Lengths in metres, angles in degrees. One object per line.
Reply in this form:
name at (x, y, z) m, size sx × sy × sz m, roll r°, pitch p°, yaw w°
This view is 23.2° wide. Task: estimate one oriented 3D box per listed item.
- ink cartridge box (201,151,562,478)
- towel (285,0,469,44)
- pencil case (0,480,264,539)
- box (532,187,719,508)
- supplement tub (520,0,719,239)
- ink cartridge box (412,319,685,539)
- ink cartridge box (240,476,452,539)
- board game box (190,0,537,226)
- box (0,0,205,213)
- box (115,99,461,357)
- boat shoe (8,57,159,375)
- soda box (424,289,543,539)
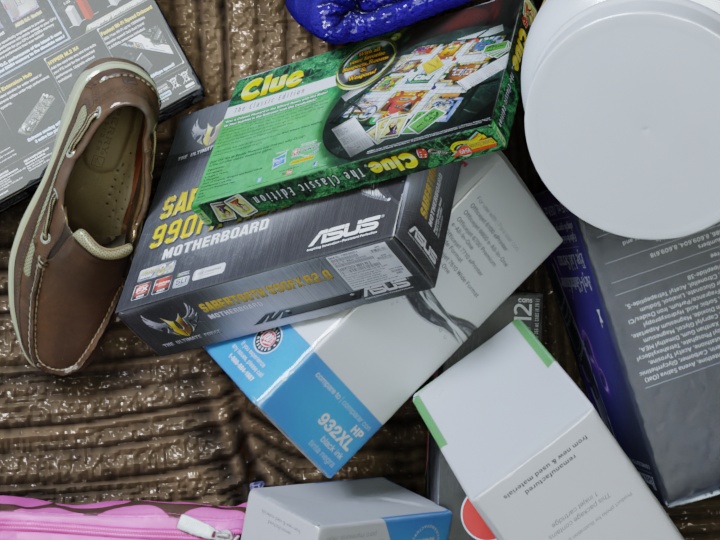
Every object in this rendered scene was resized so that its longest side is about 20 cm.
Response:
ink cartridge box at (0.000, 0.000, 1.054) m, size 0.200 × 0.145 × 0.084 m, roll -45°, pitch 126°, yaw -4°
towel at (0.031, -0.173, 1.041) m, size 0.146 × 0.200 × 0.050 m, roll -27°, pitch 102°, yaw 0°
pencil case at (-0.156, 0.174, 1.071) m, size 0.197 × 0.094 × 0.092 m, roll 1°, pitch 70°, yaw -4°
box at (0.187, 0.029, 1.070) m, size 0.103 × 0.148 × 0.202 m, roll -18°, pitch 89°, yaw -4°
supplement tub at (0.163, -0.119, 0.932) m, size 0.143 × 0.201 × 0.146 m, roll 8°, pitch 123°, yaw 13°
ink cartridge box at (0.127, 0.147, 0.984) m, size 0.084 × 0.146 × 0.201 m, roll -36°, pitch 111°, yaw 1°
ink cartridge box at (-0.022, 0.233, 1.048) m, size 0.115 × 0.067 × 0.203 m, roll 1°, pitch 103°, yaw -44°
board game box at (0.001, -0.088, 0.970) m, size 0.023 × 0.198 × 0.106 m, roll 48°, pitch 43°, yaw -37°
box at (-0.220, -0.131, 1.098) m, size 0.199 × 0.050 × 0.159 m, roll -30°, pitch 90°, yaw -4°
box at (-0.036, -0.044, 1.018) m, size 0.048 × 0.198 × 0.160 m, roll 47°, pitch 42°, yaw -37°
boat shoe at (-0.166, -0.023, 1.055) m, size 0.074 × 0.075 × 0.205 m, roll 6°, pitch 111°, yaw -21°
soda box at (0.075, 0.112, 1.098) m, size 0.062 × 0.071 × 0.203 m, roll 3°, pitch 89°, yaw -5°
